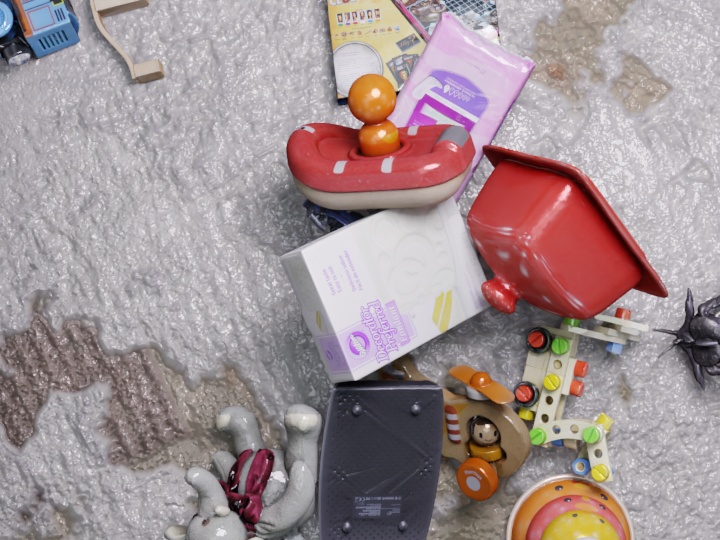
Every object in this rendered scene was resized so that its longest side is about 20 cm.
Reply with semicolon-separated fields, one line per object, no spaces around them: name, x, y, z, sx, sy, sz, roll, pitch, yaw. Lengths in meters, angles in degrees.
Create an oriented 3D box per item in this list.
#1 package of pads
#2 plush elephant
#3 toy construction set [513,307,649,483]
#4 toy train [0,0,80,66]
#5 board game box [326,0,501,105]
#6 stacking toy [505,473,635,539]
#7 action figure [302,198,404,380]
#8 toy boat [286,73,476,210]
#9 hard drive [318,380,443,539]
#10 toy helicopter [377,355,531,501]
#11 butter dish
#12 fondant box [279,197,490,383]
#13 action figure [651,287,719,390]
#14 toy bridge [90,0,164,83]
package of pads;0.099;-0.177;1.256;0.120;0.076;0.201;31;107;5
plush elephant;-0.134;0.253;1.205;0.164;0.154;0.202;2;103;45
toy construction set;0.246;0.127;1.242;0.130;0.092;0.201;14;77;28
toy train;-0.414;-0.343;1.317;0.114;0.087;0.201;-22;82;-9
board game box;0.064;-0.276;1.314;0.198;0.035;0.137;-6;85;2
stacking toy;0.235;0.297;1.173;0.145;0.200;0.147;0;85;2
action figure;0.000;0.000;1.247;0.199;0.104;0.195;27;61;-20
toy boat;0.016;-0.142;1.166;0.198;0.131;0.132;-1;116;20
hard drive;0.019;0.210;1.222;0.134;0.042;0.202;0;113;-10
toy helicopter;0.103;0.150;1.240;0.199;0.079;0.133;33;130;21
butter dish;0.188;-0.017;1.172;0.148;0.200;0.200;-45;116;-7
fondant box;0.032;0.011;1.175;0.199;0.058;0.145;-26;97;-28
action figure;0.434;0.069;1.240;0.199;0.102;0.120;-6;93;28
toy bridge;-0.289;-0.323;1.335;0.067;0.027;0.202;-14;84;2
